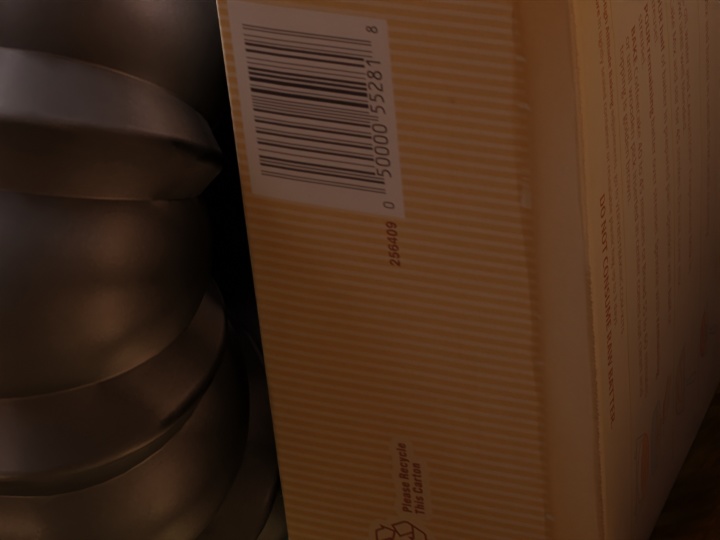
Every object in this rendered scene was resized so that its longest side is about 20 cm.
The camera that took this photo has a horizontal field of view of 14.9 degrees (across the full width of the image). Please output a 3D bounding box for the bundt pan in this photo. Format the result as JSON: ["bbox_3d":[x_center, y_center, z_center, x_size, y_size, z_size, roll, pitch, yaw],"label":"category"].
[{"bbox_3d":[-0.042,-0.020,0.580,0.075,0.203,0.202,8,38,21],"label":"bundt pan"}]

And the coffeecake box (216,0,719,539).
[{"bbox_3d":[0.047,-0.049,0.590,0.073,0.154,0.200,9,38,21],"label":"coffeecake box"}]

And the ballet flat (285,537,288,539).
[{"bbox_3d":[-0.009,0.025,0.731,0.200,0.071,0.071,-42,8,-15],"label":"ballet flat"}]
